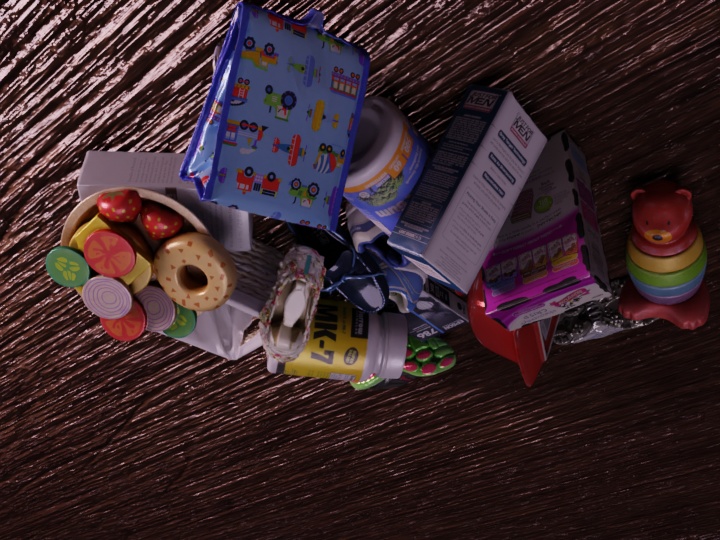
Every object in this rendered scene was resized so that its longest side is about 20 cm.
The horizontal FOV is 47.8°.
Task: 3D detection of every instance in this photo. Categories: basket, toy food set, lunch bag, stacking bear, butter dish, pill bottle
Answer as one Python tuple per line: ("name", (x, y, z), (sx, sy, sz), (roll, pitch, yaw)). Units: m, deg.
("basket", (-0.208, 0.019, 1.111), (0.198, 0.125, 0.135), (27, 138, -37))
("toy food set", (-0.257, -0.003, 0.951), (0.197, 0.049, 0.200), (-37, 114, 23))
("lunch bag", (-0.075, -0.160, 0.809), (0.148, 0.094, 0.203), (11, 105, -32))
("stacking bear", (0.404, -0.033, 1.081), (0.119, 0.115, 0.201), (9, 144, 30))
("butter dish", (0.200, 0.027, 1.129), (0.145, 0.202, 0.201), (12, 154, 24))
("pill bottle", (-0.035, 0.102, 1.200), (0.196, 0.116, 0.115), (6, 147, -8))
("pill bottle", (0.048, -0.101, 0.947), (0.111, 0.114, 0.199), (-21, 143, 28))

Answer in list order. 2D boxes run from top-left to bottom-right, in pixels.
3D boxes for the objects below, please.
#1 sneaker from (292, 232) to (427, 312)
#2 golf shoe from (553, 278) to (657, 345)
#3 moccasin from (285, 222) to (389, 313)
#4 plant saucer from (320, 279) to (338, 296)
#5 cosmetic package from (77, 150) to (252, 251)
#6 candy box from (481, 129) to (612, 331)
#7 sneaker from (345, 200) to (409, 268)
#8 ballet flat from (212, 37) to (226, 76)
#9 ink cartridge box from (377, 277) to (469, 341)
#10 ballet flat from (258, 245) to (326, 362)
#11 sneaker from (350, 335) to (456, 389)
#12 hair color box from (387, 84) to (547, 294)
("sneaker", (0.000, 0.000, 1.118), (0.196, 0.079, 0.076), (15, 165, -11))
("golf shoe", (0.398, 0.066, 1.289), (0.197, 0.080, 0.097), (-18, 162, 33))
("moccasin", (-0.039, -0.013, 1.048), (0.080, 0.069, 0.200), (-37, 108, 22))
("plant saucer", (-0.063, 0.018, 1.219), (0.196, 0.019, 0.070), (-15, 146, 18))
("cosmetic package", (-0.230, -0.083, 0.982), (0.195, 0.075, 0.103), (-1, 133, -5))
("candy box", (0.209, -0.046, 0.958), (0.135, 0.203, 0.061), (-24, 142, 33))
("sneaker", (0.064, -0.035, 1.077), (0.197, 0.090, 0.075), (15, 143, -28))
("ballet flat", (-0.112, -0.165, 0.881), (0.071, 0.073, 0.201), (-16, 136, 22))
("ink cartridge box", (0.098, 0.061, 1.277), (0.098, 0.040, 0.199), (-27, 141, 32))
("ballet flat", (-0.092, 0.058, 1.033), (0.074, 0.065, 0.202), (11, 129, -5))
("sneaker", (0.075, 0.160, 1.415), (0.197, 0.078, 0.083), (-14, 164, 24))
("hair color box", (0.120, -0.089, 0.897), (0.060, 0.202, 0.100), (23, 172, 45))
